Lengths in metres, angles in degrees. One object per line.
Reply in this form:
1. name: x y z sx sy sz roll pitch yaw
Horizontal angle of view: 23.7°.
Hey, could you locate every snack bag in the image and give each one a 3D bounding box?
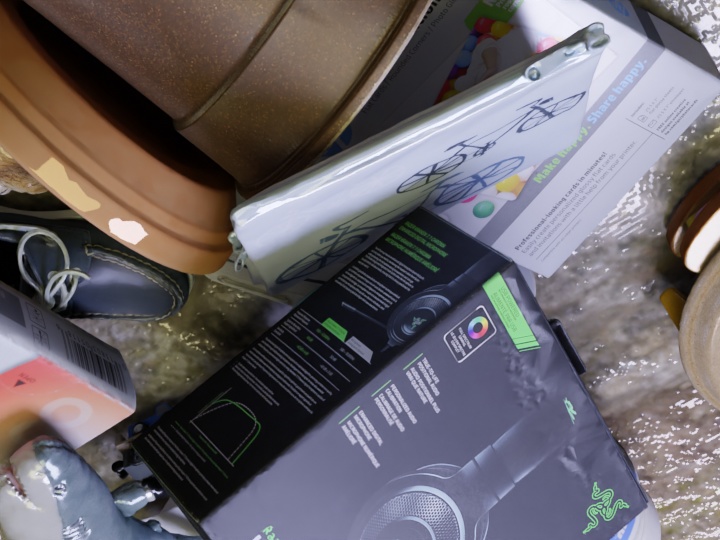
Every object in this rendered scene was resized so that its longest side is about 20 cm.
1. snack bag: 0.023 -0.047 0.808 0.187 0.200 0.022 -26 81 -1

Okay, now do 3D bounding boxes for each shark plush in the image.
1. shark plush: -0.140 0.153 0.997 0.083 0.091 0.200 -48 132 9

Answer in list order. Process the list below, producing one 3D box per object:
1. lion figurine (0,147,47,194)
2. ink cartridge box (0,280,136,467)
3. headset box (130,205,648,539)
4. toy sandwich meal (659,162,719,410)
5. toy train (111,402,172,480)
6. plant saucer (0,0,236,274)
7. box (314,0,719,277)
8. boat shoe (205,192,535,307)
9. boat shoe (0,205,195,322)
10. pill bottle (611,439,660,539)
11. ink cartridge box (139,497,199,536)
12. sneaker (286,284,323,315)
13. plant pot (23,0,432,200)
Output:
1. lion figurine: -0.217 -0.115 0.862 0.072 0.123 0.201 -22 111 23
2. ink cartridge box: -0.249 0.082 0.941 0.199 0.050 0.162 -35 143 14
3. headset box: 0.023 0.095 0.833 0.200 0.093 0.175 -38 122 -12
4. toy sandwich meal: 0.267 0.008 1.010 0.203 0.071 0.206 -5 130 -6
5. toy train: -0.064 0.077 1.043 0.199 0.046 0.034 -25 133 11
6. plant saucer: -0.129 -0.081 0.827 0.037 0.201 0.200 -45 119 13
7. box: 0.071 -0.093 0.914 0.199 0.041 0.156 24 121 -30
8. boat shoe: 0.000 0.000 0.985 0.198 0.071 0.070 10 150 -16
9. boat shoe: -0.190 -0.002 0.961 0.199 0.062 0.075 18 125 -17
10. pill bottle: 0.101 0.128 1.032 0.113 0.114 0.200 -29 140 16
11. ink cartridge box: -0.041 0.155 1.093 0.199 0.039 0.100 -18 127 22
12. sneaker: -0.041 0.111 0.952 0.079 0.131 0.200 17 133 -24
13. plant pot: -0.078 -0.167 0.781 0.197 0.201 0.201 32 119 -16
